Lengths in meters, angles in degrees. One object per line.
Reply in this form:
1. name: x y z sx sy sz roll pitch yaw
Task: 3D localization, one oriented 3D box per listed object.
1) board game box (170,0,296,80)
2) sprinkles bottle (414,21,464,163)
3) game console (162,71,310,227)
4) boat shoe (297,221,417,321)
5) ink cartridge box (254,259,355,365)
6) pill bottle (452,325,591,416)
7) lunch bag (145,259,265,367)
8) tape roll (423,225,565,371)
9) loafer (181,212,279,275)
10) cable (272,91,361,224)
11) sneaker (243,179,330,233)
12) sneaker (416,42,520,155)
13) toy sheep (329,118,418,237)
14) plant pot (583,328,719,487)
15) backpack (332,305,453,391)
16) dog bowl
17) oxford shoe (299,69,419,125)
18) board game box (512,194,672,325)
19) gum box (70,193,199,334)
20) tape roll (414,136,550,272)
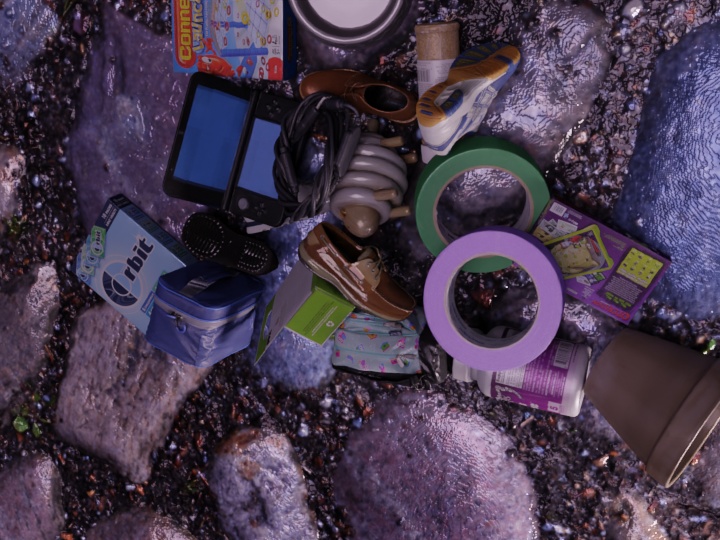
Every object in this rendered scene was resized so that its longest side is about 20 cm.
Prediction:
1. board game box: -0.198 -0.405 1.492 0.193 0.056 0.203 7 109 18
2. sprinkles bottle: 0.118 -0.260 1.410 0.067 0.068 0.203 2 107 20
3. game console: -0.190 -0.187 1.494 0.169 0.118 0.202 19 97 28
4. boat shoe: 0.000 0.000 1.437 0.199 0.076 0.074 33 125 -3
5. ink cartridge box: -0.087 0.058 1.542 0.075 0.149 0.200 27 126 -18
6. pill bottle: 0.245 0.148 1.467 0.198 0.112 0.114 12 111 18
7. lunch bag: -0.259 0.060 1.586 0.135 0.200 0.134 24 111 18
8. tape roll: 0.193 0.039 1.378 0.197 0.066 0.203 2 99 15
9. loafer: -0.219 -0.035 1.611 0.199 0.071 0.074 27 87 28
10. cable: -0.080 -0.168 1.421 0.163 0.050 0.202 28 101 44
11. sneaker: -0.108 -0.117 1.545 0.198 0.076 0.082 -12 92 22
12. sneaker: 0.153 -0.246 1.365 0.075 0.200 0.089 33 154 36
13. toy sheep: 0.013 -0.141 1.449 0.136 0.202 0.138 8 153 4
14. plant pot: 0.426 0.177 1.381 0.173 0.199 0.202 36 117 25
15. backpack: 0.052 0.115 1.521 0.198 0.167 0.128 5 90 22
16. dog bowl: -0.018 -0.421 1.389 0.197 0.059 0.203 1 107 5
17. oxford shoe: -0.006 -0.270 1.446 0.198 0.071 0.072 12 92 18
18. board game box: 0.337 -0.015 1.400 0.198 0.032 0.121 27 112 -6
19. gum box: -0.400 -0.006 1.705 0.199 0.045 0.171 39 116 5
20. tape roll: 0.178 -0.095 1.412 0.198 0.048 0.203 0 120 0
